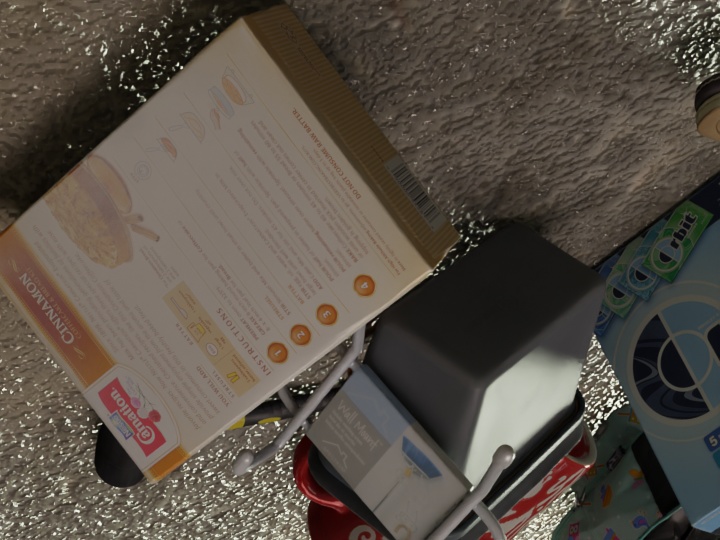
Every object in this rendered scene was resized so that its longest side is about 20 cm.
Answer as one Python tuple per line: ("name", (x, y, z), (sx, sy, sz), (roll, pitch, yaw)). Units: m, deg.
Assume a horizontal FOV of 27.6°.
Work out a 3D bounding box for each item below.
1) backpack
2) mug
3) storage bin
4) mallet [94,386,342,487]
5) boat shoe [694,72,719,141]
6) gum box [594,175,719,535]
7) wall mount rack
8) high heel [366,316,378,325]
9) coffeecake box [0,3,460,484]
("backpack", (0.260, 0.216, 1.269), (0.174, 0.154, 0.201), (7, 127, -32))
("mug", (0.060, 0.160, 1.103), (0.200, 0.134, 0.177), (-42, 147, 21))
("storage bin", (0.067, 0.060, 0.957), (0.199, 0.145, 0.135), (-32, 147, -43))
("mallet", (-0.088, 0.099, 1.022), (0.198, 0.041, 0.066), (-14, 149, -20))
("boat shoe", (0.285, -0.127, 0.899), (0.198, 0.066, 0.072), (-13, 166, -18))
("gum box", (0.256, 0.046, 0.994), (0.169, 0.201, 0.044), (-39, 143, 24))
("wall mount rack", (0.014, 0.102, 0.847), (0.074, 0.200, 0.174), (-24, 156, -53))
("high heel", (0.000, 0.000, 0.879), (0.067, 0.097, 0.201), (-15, 145, -10))
("coffeecake box", (-0.075, -0.012, 0.763), (0.199, 0.154, 0.073), (-37, -178, 21))
